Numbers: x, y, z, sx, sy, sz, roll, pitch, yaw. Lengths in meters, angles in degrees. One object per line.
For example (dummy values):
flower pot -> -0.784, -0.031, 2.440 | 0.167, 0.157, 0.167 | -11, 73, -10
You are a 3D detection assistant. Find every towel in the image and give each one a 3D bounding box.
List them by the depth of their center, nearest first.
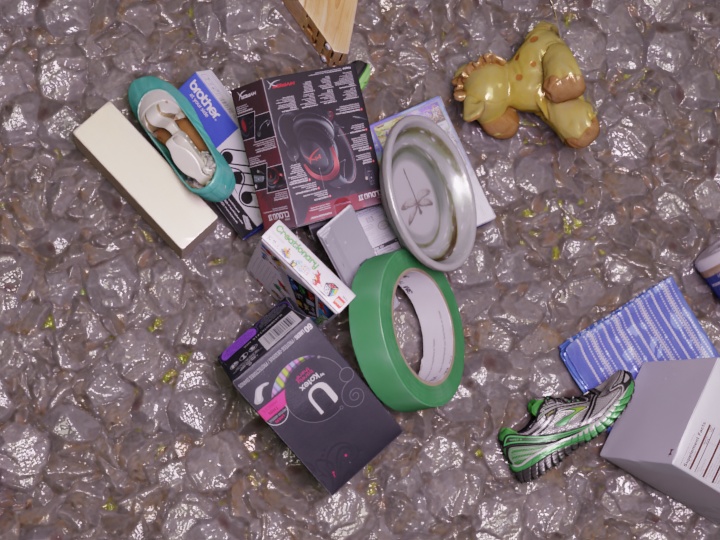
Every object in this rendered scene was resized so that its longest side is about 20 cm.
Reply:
towel -> 0.381, 0.116, 1.553 | 0.200, 0.024, 0.145 | -31, 88, -12

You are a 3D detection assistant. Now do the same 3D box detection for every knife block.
knife block -> -0.022, -0.400, 1.545 | 0.175, 0.064, 0.200 | -35, 88, -12

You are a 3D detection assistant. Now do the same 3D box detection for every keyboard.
keyboard -> 0.000, 0.000, 1.443 | 0.056, 0.200, 0.011 | -45, 49, -17

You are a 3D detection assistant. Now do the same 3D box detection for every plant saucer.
plant saucer -> 0.074, -0.093, 1.441 | 0.200, 0.050, 0.201 | 24, 60, -49

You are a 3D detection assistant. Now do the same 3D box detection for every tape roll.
tape roll -> 0.061, 0.074, 1.429 | 0.048, 0.200, 0.201 | -14, 82, 31

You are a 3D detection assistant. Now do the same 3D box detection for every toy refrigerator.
toy refrigerator -> -0.270, -0.115, 1.456 | 0.070, 0.076, 0.200 | -44, 89, -13

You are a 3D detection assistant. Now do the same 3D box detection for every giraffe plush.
giraffe plush -> 0.210, -0.238, 1.525 | 0.162, 0.173, 0.201 | -21, 96, 10

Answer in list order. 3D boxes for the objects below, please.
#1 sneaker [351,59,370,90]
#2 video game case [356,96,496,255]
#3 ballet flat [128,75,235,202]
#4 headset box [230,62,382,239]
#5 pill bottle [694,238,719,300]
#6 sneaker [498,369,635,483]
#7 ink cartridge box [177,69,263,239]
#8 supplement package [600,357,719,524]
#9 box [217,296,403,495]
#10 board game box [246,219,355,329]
sneaker -> -0.069, -0.222, 1.505 | 0.200, 0.077, 0.084 | -37, 92, -14
video game case -> 0.052, -0.110, 1.522 | 0.199, 0.045, 0.182 | -24, 87, -12
ballet flat -> -0.227, -0.170, 1.414 | 0.067, 0.070, 0.200 | -40, 79, 8
headset box -> -0.059, -0.141, 1.406 | 0.148, 0.075, 0.201 | -19, 97, -38
pill bottle -> 0.553, 0.038, 1.547 | 0.111, 0.111, 0.200 | -36, 88, -12
sneaker -> 0.269, 0.188, 1.486 | 0.200, 0.078, 0.085 | -34, 84, -2
ink cartridge box -> -0.172, -0.149, 1.469 | 0.094, 0.044, 0.200 | -39, 87, 25
supplement package -> 0.453, 0.222, 1.453 | 0.200, 0.191, 0.148 | 31, 77, -10
box -> -0.062, 0.152, 1.395 | 0.122, 0.106, 0.200 | -41, 112, -5
board game box -> -0.078, 0.013, 1.403 | 0.126, 0.200, 0.035 | 45, 75, -1
